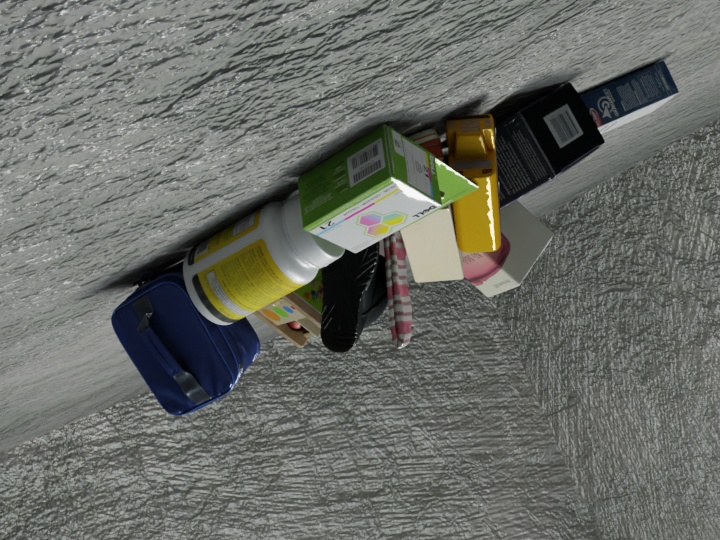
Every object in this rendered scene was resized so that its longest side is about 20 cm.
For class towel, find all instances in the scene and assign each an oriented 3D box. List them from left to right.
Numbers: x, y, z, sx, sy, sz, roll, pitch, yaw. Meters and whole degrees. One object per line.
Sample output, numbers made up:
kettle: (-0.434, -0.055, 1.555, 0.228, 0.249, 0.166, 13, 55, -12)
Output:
towel: (0.055, 0.008, 1.557, 0.029, 0.204, 0.146, -5, 179, 7)

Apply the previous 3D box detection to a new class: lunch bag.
lunch bag: (-0.242, 0.084, 1.502, 0.134, 0.202, 0.133, -28, -168, 21)

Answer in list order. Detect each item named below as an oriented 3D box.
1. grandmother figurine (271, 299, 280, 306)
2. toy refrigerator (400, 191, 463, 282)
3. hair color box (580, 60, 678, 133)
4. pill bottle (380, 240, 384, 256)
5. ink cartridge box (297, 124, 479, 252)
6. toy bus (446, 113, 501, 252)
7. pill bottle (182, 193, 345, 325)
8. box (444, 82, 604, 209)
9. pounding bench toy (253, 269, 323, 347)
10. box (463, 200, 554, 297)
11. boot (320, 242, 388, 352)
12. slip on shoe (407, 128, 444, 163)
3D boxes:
grandmother figurine: (-0.067, -0.040, 1.533, 0.200, 0.060, 0.121, -48, -172, 2)
toy refrigerator: (0.100, -0.062, 1.558, 0.074, 0.071, 0.201, -4, 152, 10)
hair color box: (0.398, -0.261, 1.766, 0.197, 0.061, 0.100, -24, 175, -16)
pill bottle: (-0.023, -0.022, 1.853, 0.118, 0.121, 0.199, -21, 173, -33)
ink cartridge box: (0.042, -0.081, 1.358, 0.147, 0.077, 0.199, -27, 145, 32)
toy bus: (0.152, -0.115, 1.466, 0.064, 0.079, 0.201, -2, 144, 9)
pill bottle: (-0.124, -0.018, 1.429, 0.198, 0.116, 0.114, -27, 174, 26)
box: (0.223, -0.163, 1.584, 0.147, 0.105, 0.199, -32, -179, -41)
pounding bench toy: (-0.069, -0.002, 1.718, 0.155, 0.124, 0.202, -17, -141, 59)
box: (0.183, -0.069, 1.745, 0.109, 0.199, 0.128, -51, -173, -19)
boot: (0.000, 0.000, 1.553, 0.075, 0.204, 0.168, 12, -161, 12)
slip on shoe: (0.021, -0.117, 1.438, 0.197, 0.062, 0.074, -25, 177, 14)
